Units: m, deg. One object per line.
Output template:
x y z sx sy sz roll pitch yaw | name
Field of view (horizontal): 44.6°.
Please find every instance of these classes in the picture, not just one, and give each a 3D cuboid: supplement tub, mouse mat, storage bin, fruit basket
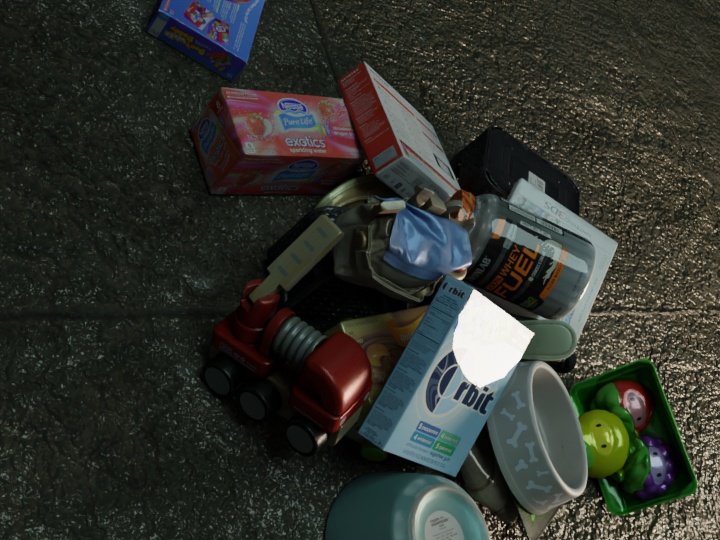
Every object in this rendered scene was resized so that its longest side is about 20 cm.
0.201 -0.024 1.176 0.199 0.123 0.123 24 49 -9 | supplement tub
0.226 0.252 1.159 0.200 0.008 0.161 -15 84 -62 | mouse mat
0.000 0.000 1.094 0.199 0.135 0.094 5 60 -38 | storage bin
0.247 -0.119 1.402 0.200 0.094 0.136 30 47 -21 | storage bin
0.375 0.241 1.261 0.216 0.155 0.216 42 33 -37 | fruit basket

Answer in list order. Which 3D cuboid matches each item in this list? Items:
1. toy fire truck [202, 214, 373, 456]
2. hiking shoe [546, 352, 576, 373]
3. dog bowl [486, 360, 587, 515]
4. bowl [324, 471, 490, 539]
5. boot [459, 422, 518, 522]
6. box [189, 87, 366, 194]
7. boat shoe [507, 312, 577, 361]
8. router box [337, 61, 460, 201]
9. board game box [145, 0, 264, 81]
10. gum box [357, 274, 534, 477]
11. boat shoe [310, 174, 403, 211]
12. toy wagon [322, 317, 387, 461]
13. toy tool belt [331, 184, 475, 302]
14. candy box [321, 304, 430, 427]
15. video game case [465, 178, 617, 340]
-0.059 0.063 0.933 0.176 0.200 0.129 32 42 18 | toy fire truck
0.221 0.111 1.268 0.200 0.076 0.101 30 56 -10 | hiking shoe
0.231 0.208 1.130 0.200 0.059 0.201 41 38 -43 | dog bowl
0.070 0.310 0.980 0.200 0.105 0.201 22 52 -30 | bowl
0.176 0.226 1.159 0.146 0.070 0.200 54 37 -12 | boot
-0.105 -0.165 1.143 0.200 0.095 0.103 -4 65 -41 | box
0.186 0.090 1.187 0.200 0.061 0.072 8 82 6 | boat shoe
0.064 -0.171 1.233 0.200 0.049 0.180 32 32 -50 | router box
-0.207 -0.376 1.228 0.134 0.045 0.201 28 49 -24 | board game box
0.104 0.126 1.009 0.170 0.044 0.200 32 87 -50 | gum box
0.017 -0.089 1.213 0.200 0.074 0.067 -19 71 -45 | boat shoe
0.017 0.156 1.081 0.200 0.040 0.156 32 47 -22 | toy wagon
0.071 -0.031 0.985 0.199 0.123 0.125 9 59 -36 | toy tool belt
0.053 0.110 1.070 0.200 0.055 0.116 -7 72 -44 | candy box
0.265 -0.008 1.273 0.182 0.024 0.200 33 66 -7 | video game case
